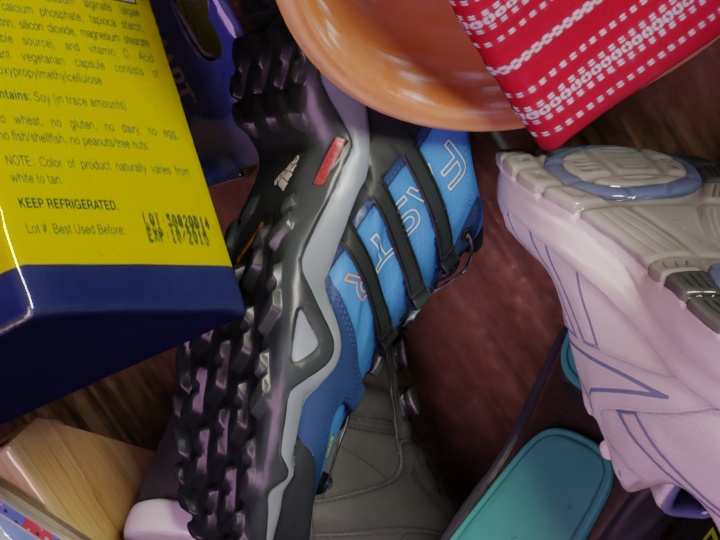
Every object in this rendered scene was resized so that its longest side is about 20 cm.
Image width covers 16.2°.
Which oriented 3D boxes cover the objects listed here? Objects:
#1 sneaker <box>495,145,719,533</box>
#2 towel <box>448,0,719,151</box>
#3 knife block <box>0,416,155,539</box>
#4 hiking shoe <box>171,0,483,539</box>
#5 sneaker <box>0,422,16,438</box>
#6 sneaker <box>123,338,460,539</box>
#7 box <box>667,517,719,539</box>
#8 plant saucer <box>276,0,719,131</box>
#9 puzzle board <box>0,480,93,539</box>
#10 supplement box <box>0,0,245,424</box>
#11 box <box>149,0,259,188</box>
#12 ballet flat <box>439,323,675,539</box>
[{"bbox_3d":[0.085,0.020,0.738,0.074,0.200,0.088,0,114,-18],"label":"sneaker"},{"bbox_3d":[0.075,-0.127,0.678,0.144,0.023,0.200,-34,140,1],"label":"towel"},{"bbox_3d":[-0.056,0.158,0.854,0.199,0.177,0.064,21,142,-40],"label":"knife block"},{"bbox_3d":[0.000,0.000,0.775,0.086,0.074,0.201,11,90,-26],"label":"hiking shoe"},{"bbox_3d":[-0.103,0.137,0.933,0.089,0.075,0.201,3,126,17],"label":"sneaker"},{"bbox_3d":[0.017,0.075,0.864,0.199,0.100,0.071,26,157,-32],"label":"sneaker"},{"bbox_3d":[0.181,0.112,0.798,0.192,0.048,0.200,17,124,-26],"label":"box"},{"bbox_3d":[0.058,-0.129,0.710,0.199,0.038,0.201,-18,136,-18],"label":"plant saucer"},{"bbox_3d":[-0.101,0.150,0.837,0.199,0.017,0.151,31,127,13],"label":"puzzle board"},{"bbox_3d":[-0.130,-0.062,0.734,0.109,0.109,0.201,-23,78,27],"label":"supplement box"},{"bbox_3d":[-0.122,-0.066,0.847,0.199,0.048,0.122,-20,110,24],"label":"box"},{"bbox_3d":[0.084,0.057,0.814,0.073,0.073,0.200,37,81,-4],"label":"ballet flat"}]
